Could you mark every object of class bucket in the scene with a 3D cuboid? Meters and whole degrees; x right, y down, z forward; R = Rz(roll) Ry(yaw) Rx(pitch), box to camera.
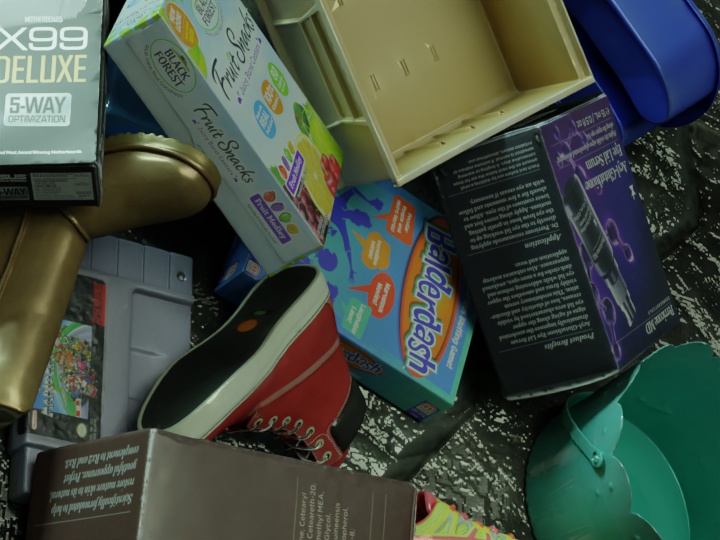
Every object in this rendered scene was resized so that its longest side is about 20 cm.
[{"bbox_3d":[0.236,0.168,1.581,0.206,0.135,0.209,17,60,-31],"label":"bucket"}]

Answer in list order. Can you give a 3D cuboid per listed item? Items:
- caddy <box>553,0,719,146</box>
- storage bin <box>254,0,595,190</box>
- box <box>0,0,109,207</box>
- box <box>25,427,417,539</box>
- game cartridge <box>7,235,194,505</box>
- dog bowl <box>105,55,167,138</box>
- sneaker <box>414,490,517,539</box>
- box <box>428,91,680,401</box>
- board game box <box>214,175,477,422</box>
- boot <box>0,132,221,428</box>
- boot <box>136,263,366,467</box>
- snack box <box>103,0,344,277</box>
[{"bbox_3d":[0.222,-0.202,1.746,0.105,0.141,0.201,-39,95,-38],"label":"caddy"},{"bbox_3d":[0.042,-0.189,1.523,0.199,0.094,0.200,-29,101,-29],"label":"storage bin"},{"bbox_3d":[-0.264,-0.116,1.323,0.198,0.050,0.159,0,56,-2],"label":"box"},{"bbox_3d":[-0.093,0.204,1.279,0.199,0.166,0.166,16,73,-32],"label":"box"},{"bbox_3d":[-0.176,0.070,1.388,0.129,0.038,0.201,18,59,-35],"label":"game cartridge"},{"bbox_3d":[-0.196,-0.136,1.460,0.199,0.049,0.112,25,56,-26],"label":"dog bowl"},{"bbox_3d":[0.069,0.203,1.478,0.199,0.078,0.091,5,64,-35],"label":"sneaker"},{"bbox_3d":[0.153,-0.020,1.581,0.148,0.104,0.201,-30,101,-59],"label":"box"},{"bbox_3d":[0.000,0.000,1.544,0.199,0.045,0.153,33,52,-21],"label":"board game box"},{"bbox_3d":[-0.194,0.010,1.320,0.066,0.174,0.201,57,42,-47],"label":"boot"},{"bbox_3d":[-0.066,0.107,1.409,0.200,0.072,0.145,-44,124,-43],"label":"boot"},{"bbox_3d":[-0.089,-0.115,1.404,0.200,0.053,0.143,55,21,-22],"label":"snack box"}]
